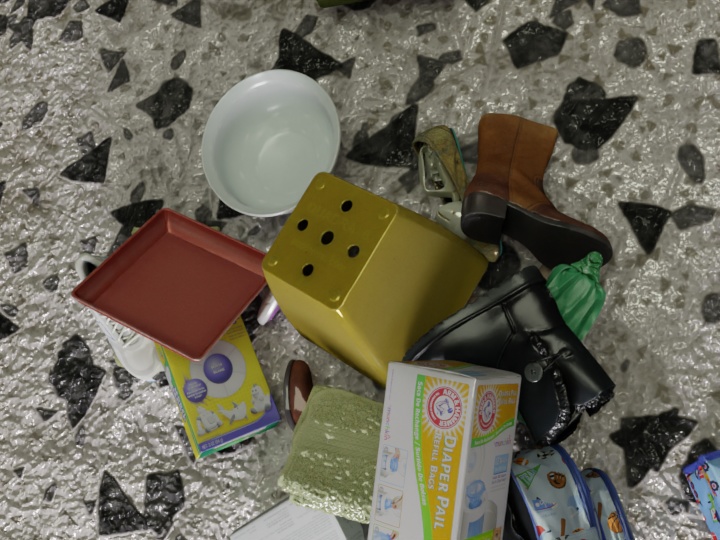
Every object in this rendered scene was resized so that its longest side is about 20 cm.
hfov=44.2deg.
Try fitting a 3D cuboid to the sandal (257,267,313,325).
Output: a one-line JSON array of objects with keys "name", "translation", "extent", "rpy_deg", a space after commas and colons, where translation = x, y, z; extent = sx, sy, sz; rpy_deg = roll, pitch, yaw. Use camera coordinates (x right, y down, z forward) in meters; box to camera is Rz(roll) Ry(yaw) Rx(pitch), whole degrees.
[{"name": "sandal", "translation": [-0.071, -0.013, 1.169], "extent": [0.049, 0.082, 0.205], "rpy_deg": [30, 85, -9]}]

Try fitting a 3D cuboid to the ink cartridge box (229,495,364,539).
[{"name": "ink cartridge box", "translation": [-0.051, 0.368, 1.055], "extent": [0.159, 0.047, 0.203], "rpy_deg": [-35, 79, 26]}]

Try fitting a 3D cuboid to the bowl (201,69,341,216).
[{"name": "bowl", "translation": [-0.108, -0.159, 1.201], "extent": [0.196, 0.090, 0.206], "rpy_deg": [-4, 75, 15]}]

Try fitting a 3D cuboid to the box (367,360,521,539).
[{"name": "box", "translation": [0.084, 0.196, 0.885], "extent": [0.100, 0.112, 0.205], "rpy_deg": [7, 89, 35]}]

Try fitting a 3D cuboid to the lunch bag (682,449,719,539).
[{"name": "lunch bag", "translation": [0.476, 0.244, 0.951], "extent": [0.196, 0.094, 0.153], "rpy_deg": [-19, 69, 0]}]

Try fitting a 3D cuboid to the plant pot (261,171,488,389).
[{"name": "plant pot", "translation": [0.000, 0.000, 1.056], "extent": [0.198, 0.176, 0.202], "rpy_deg": [27, 82, 37]}]

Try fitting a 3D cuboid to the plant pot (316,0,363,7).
[{"name": "plant pot", "translation": [0.011, -0.447, 1.207], "extent": [0.186, 0.199, 0.205], "rpy_deg": [-12, 73, 25]}]

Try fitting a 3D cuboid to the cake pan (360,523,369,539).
[{"name": "cake pan", "translation": [0.052, 0.374, 1.028], "extent": [0.196, 0.037, 0.205], "rpy_deg": [-9, 73, 29]}]

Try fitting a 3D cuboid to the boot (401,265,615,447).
[{"name": "boot", "translation": [0.155, 0.117, 0.958], "extent": [0.199, 0.076, 0.170], "rpy_deg": [-35, 67, 18]}]

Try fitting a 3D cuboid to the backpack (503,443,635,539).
[{"name": "backpack", "translation": [0.207, 0.283, 0.954], "extent": [0.151, 0.200, 0.194], "rpy_deg": [-18, 78, -16]}]

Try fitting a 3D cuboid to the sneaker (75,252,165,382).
[{"name": "sneaker", "translation": [-0.321, 0.060, 1.167], "extent": [0.074, 0.087, 0.201], "rpy_deg": [-38, 72, -1]}]

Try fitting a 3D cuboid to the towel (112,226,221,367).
[{"name": "towel", "translation": [-0.262, 0.036, 1.223], "extent": [0.145, 0.036, 0.205], "rpy_deg": [2, 76, 15]}]

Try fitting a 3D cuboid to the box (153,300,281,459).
[{"name": "box", "translation": [-0.191, 0.123, 1.140], "extent": [0.115, 0.048, 0.203], "rpy_deg": [-18, 74, -25]}]

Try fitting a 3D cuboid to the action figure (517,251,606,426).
[{"name": "action figure", "translation": [0.213, 0.065, 1.005], "extent": [0.117, 0.055, 0.202], "rpy_deg": [36, 102, 12]}]

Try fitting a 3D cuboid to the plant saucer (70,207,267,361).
[{"name": "plant saucer", "translation": [-0.230, 0.021, 1.137], "extent": [0.197, 0.037, 0.200], "rpy_deg": [23, 46, 16]}]

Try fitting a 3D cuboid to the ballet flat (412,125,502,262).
[{"name": "ballet flat", "translation": [0.116, -0.094, 1.133], "extent": [0.069, 0.071, 0.204], "rpy_deg": [-23, 68, 8]}]

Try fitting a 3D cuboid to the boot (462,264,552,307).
[{"name": "boot", "translation": [0.156, 0.057, 1.088], "extent": [0.143, 0.070, 0.204], "rpy_deg": [16, 81, 20]}]

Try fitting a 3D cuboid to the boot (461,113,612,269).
[{"name": "boot", "translation": [0.221, -0.100, 1.087], "extent": [0.184, 0.069, 0.202], "rpy_deg": [12, 47, 9]}]

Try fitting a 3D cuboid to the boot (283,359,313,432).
[{"name": "boot", "translation": [0.011, 0.182, 1.095], "extent": [0.196, 0.068, 0.192], "rpy_deg": [-17, 72, 9]}]

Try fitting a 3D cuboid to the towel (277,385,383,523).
[{"name": "towel", "translation": [0.016, 0.217, 1.017], "extent": [0.195, 0.037, 0.151], "rpy_deg": [16, 55, 4]}]
